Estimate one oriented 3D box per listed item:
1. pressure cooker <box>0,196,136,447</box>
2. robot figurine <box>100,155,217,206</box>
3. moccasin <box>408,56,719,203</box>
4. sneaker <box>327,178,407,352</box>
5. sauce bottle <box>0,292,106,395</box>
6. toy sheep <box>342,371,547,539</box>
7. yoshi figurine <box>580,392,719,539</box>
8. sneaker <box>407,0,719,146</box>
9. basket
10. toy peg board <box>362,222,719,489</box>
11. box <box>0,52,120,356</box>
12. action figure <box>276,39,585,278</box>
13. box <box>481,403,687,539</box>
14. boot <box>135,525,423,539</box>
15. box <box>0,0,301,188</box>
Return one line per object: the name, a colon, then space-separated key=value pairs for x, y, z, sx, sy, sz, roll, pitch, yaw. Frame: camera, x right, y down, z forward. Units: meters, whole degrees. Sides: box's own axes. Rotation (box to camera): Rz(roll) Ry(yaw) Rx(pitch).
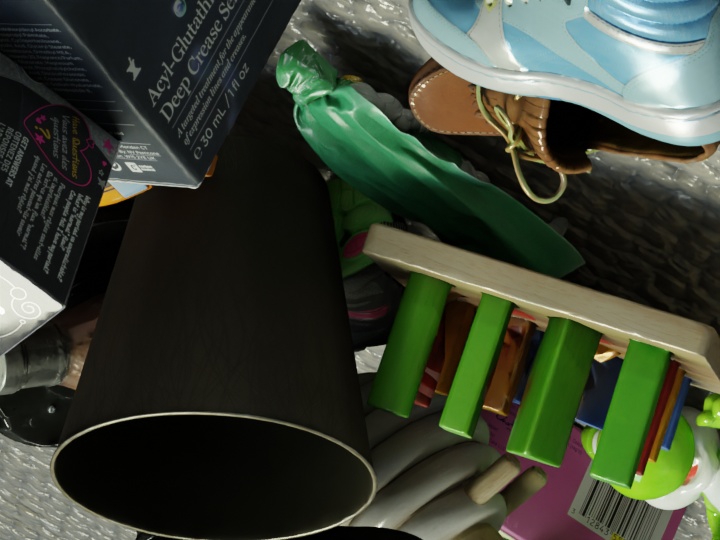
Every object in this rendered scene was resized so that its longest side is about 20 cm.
pressure cooker: x=-0.214 y=-0.005 z=1.836 sx=0.200 sy=0.176 sz=0.179 roll=37 pitch=172 yaw=45
robot figurine: x=-0.162 y=-0.089 z=1.697 sx=0.200 sy=0.145 sz=0.058 roll=-7 pitch=143 yaw=41
moccasin: x=0.107 y=-0.082 z=1.510 sx=0.201 sy=0.078 sz=0.074 roll=8 pitch=149 yaw=35
sneaker: x=0.000 y=0.000 z=1.796 sx=0.084 sy=0.077 sz=0.200 roll=14 pitch=160 yaw=-9
sauce bottle: x=-0.134 y=0.041 z=1.740 sx=0.200 sy=0.066 sz=0.066 roll=-5 pitch=176 yaw=-37
toy sheep: x=0.025 y=0.124 z=1.795 sx=0.200 sy=0.138 sz=0.138 roll=52 pitch=165 yaw=25
yoshi figurine: x=0.223 y=0.132 z=1.777 sx=0.200 sy=0.112 sz=0.112 roll=22 pitch=147 yaw=16
sneaker: x=0.101 y=-0.146 z=1.411 sx=0.200 sy=0.080 sz=0.131 roll=19 pitch=142 yaw=32
basket: x=-0.076 y=0.035 z=1.656 sx=0.180 sy=0.200 sz=0.136 roll=3 pitch=144 yaw=0
toy peg board: x=0.101 y=0.061 z=1.675 sx=0.200 sy=0.098 sz=0.199 roll=18 pitch=175 yaw=13
box: x=-0.235 y=-0.010 z=1.507 sx=0.115 sy=0.132 sz=0.200 roll=38 pitch=130 yaw=-22
action figure: x=0.028 y=-0.065 z=1.647 sx=0.200 sy=0.055 sz=0.118 roll=37 pitch=155 yaw=-29
box: x=0.090 y=0.169 z=1.978 sx=0.176 sy=0.097 sz=0.200 roll=33 pitch=153 yaw=-13
boot: x=-0.043 y=0.139 z=1.717 sx=0.211 sy=0.158 sz=0.079 roll=-2 pitch=136 yaw=13
box: x=-0.139 y=-0.163 z=1.518 sx=0.107 sy=0.148 sz=0.200 roll=5 pitch=147 yaw=39
